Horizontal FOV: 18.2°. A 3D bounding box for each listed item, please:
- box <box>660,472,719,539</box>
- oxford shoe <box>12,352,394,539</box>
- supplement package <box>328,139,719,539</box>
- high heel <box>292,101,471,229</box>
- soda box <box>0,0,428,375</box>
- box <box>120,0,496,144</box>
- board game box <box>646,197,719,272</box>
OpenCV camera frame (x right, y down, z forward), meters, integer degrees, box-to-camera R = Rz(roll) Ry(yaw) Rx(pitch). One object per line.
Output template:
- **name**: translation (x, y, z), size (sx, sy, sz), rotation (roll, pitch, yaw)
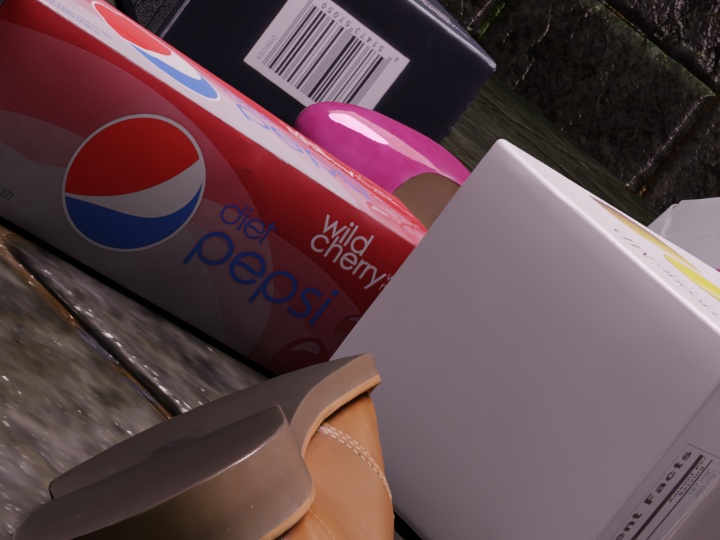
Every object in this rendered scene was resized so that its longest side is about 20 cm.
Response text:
- **box**: translation (0.201, 0.114, 0.595), size (0.199, 0.200, 0.171), rotation (45, 13, 33)
- **oxford shoe**: translation (-0.023, 0.062, 0.462), size (0.200, 0.071, 0.072), rotation (-55, 121, -81)
- **supplement package**: translation (0.091, 0.054, 0.745), size (0.114, 0.110, 0.200), rotation (43, 10, 30)
- **high heel**: translation (0.051, 0.002, 0.991), size (0.200, 0.067, 0.096), rotation (49, -6, -20)
- **soda box**: translation (-0.058, -0.029, 0.715), size (0.199, 0.064, 0.070), rotation (32, 11, -35)
- **box**: translation (-0.035, -0.130, 1.173), size (0.148, 0.107, 0.200), rotation (35, 10, -19)
- **board game box**: translation (0.199, 0.066, 0.947), size (0.201, 0.064, 0.147), rotation (54, -15, -11)
